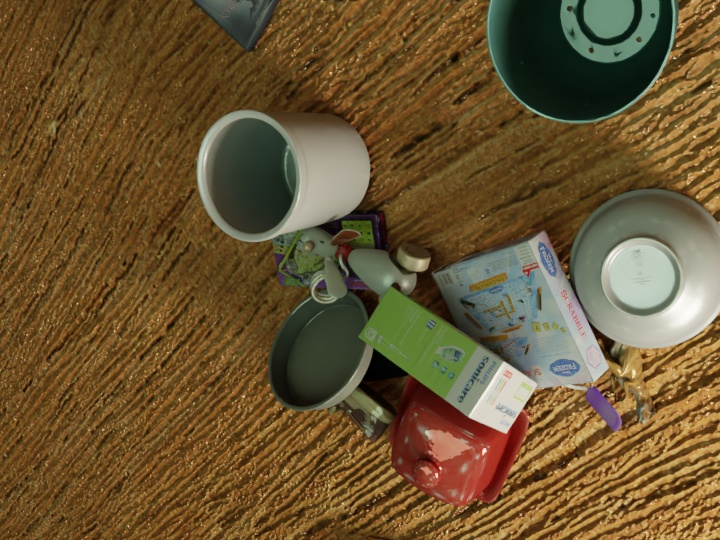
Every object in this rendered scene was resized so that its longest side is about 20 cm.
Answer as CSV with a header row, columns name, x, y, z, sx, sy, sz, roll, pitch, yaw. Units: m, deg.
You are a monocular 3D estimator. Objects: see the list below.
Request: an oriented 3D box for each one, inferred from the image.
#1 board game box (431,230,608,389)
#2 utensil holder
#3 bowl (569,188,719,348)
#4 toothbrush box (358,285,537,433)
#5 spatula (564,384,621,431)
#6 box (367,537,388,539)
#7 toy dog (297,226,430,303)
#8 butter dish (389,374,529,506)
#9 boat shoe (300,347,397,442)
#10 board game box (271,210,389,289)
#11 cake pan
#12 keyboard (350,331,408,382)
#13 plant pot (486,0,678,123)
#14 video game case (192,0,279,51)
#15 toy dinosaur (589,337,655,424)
name,x,y,z,sx,sy,sz,roll,pitch,yaw
board game box,0.211,0.065,1.168,0.199,0.041,0.201,-19,98,54
utensil holder,-0.100,-0.138,1.191,0.168,0.199,0.172,6,103,28
bowl,0.347,0.004,1.047,0.199,0.090,0.204,3,99,23
toothbrush box,0.117,0.120,1.152,0.199,0.145,0.087,35,91,34
spatula,0.282,0.152,1.206,0.199,0.021,0.057,35,159,18
box,0.102,0.529,1.465,0.198,0.041,0.121,-1,109,33
toy dog,0.000,0.000,1.230,0.197,0.096,0.134,1,108,14
butter dish,0.121,0.266,1.276,0.198,0.148,0.201,27,124,18
boat shoe,-0.033,0.196,1.358,0.199,0.072,0.072,35,97,28
board game box,-0.048,-0.032,1.325,0.198,0.032,0.122,2,108,29
cake pan,-0.058,0.124,1.320,0.199,0.202,0.037,-17,144,34
keyboard,0.065,0.116,1.327,0.198,0.040,0.104,-15,125,32
plant pot,0.260,-0.282,0.961,0.198,0.161,0.203,11,116,25
video game case,-0.200,-0.440,1.250,0.200,0.019,0.143,44,125,8
toy dinosaur,0.350,0.107,1.148,0.105,0.061,0.202,-11,109,5
